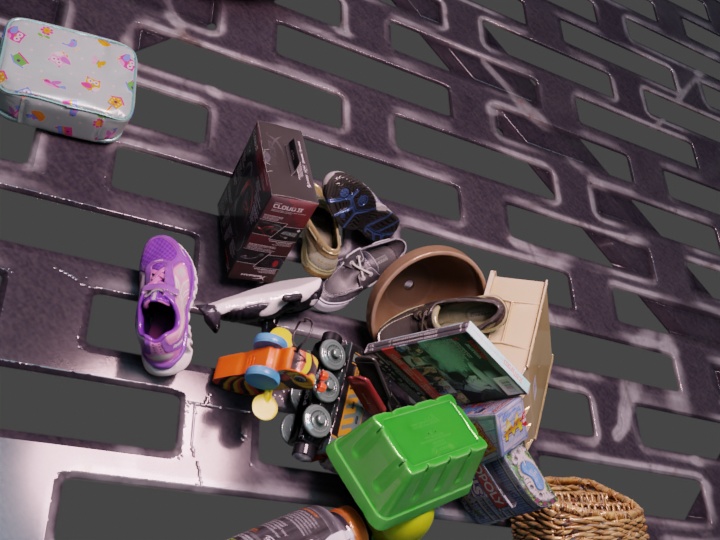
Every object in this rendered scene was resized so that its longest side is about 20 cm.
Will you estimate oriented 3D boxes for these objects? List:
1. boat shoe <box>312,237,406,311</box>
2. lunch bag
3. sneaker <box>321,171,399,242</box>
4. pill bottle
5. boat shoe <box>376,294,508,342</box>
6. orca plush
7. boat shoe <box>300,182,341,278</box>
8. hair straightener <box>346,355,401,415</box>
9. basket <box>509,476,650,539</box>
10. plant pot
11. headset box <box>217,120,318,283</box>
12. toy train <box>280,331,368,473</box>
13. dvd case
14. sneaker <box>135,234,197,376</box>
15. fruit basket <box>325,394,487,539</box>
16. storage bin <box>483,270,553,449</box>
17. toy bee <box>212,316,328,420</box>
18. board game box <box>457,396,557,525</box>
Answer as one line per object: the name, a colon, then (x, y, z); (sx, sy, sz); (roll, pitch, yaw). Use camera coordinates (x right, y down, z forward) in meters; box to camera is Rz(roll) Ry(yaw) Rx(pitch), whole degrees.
boat shoe: (0.000, 0.000, 1.301); (0.199, 0.068, 0.072); (-26, 79, -39)
lunch bag: (-0.426, -0.279, 1.192); (0.199, 0.077, 0.161); (11, 57, -27)
sneaker: (-0.013, -0.107, 1.315); (0.077, 0.076, 0.200); (45, 3, 33)
pill bottle: (-0.086, 0.359, 1.015); (0.199, 0.106, 0.107); (-13, 71, -36)
boat shoe: (0.113, 0.074, 1.184); (0.066, 0.199, 0.072); (41, 36, -71)
orca plush: (-0.136, 0.065, 1.178); (0.199, 0.105, 0.072); (-21, 110, -49)
boat shoe: (-0.065, -0.078, 1.289); (0.073, 0.063, 0.202); (16, 40, -21)
hair straightener: (0.042, 0.186, 1.180); (0.200, 0.041, 0.077); (58, 40, -37)
basket: (0.336, 0.372, 1.247); (0.199, 0.143, 0.150); (11, 59, -27)
plant pot: (0.092, 0.042, 1.290); (0.200, 0.202, 0.093); (9, 22, -28)
headset box: (-0.134, -0.103, 1.176); (0.075, 0.200, 0.149); (8, 47, -28)
toy train: (-0.040, 0.187, 1.164); (0.114, 0.085, 0.201); (32, 51, -25)
dvd case: (0.119, 0.138, 1.153); (0.146, 0.199, 0.022); (44, 53, -24)
sneaker: (-0.265, 0.035, 1.090); (0.080, 0.089, 0.201); (-8, 63, 0)
fruit basket: (0.054, 0.285, 1.108); (0.215, 0.216, 0.156); (-14, 54, -37)
storage bin: (0.236, 0.145, 1.274); (0.093, 0.201, 0.199); (6, 49, 21)
toy bee: (-0.103, 0.140, 1.089); (0.109, 0.199, 0.132); (37, 69, -31)
board game box: (0.183, 0.266, 1.173); (0.061, 0.200, 0.201); (-26, 80, -35)
